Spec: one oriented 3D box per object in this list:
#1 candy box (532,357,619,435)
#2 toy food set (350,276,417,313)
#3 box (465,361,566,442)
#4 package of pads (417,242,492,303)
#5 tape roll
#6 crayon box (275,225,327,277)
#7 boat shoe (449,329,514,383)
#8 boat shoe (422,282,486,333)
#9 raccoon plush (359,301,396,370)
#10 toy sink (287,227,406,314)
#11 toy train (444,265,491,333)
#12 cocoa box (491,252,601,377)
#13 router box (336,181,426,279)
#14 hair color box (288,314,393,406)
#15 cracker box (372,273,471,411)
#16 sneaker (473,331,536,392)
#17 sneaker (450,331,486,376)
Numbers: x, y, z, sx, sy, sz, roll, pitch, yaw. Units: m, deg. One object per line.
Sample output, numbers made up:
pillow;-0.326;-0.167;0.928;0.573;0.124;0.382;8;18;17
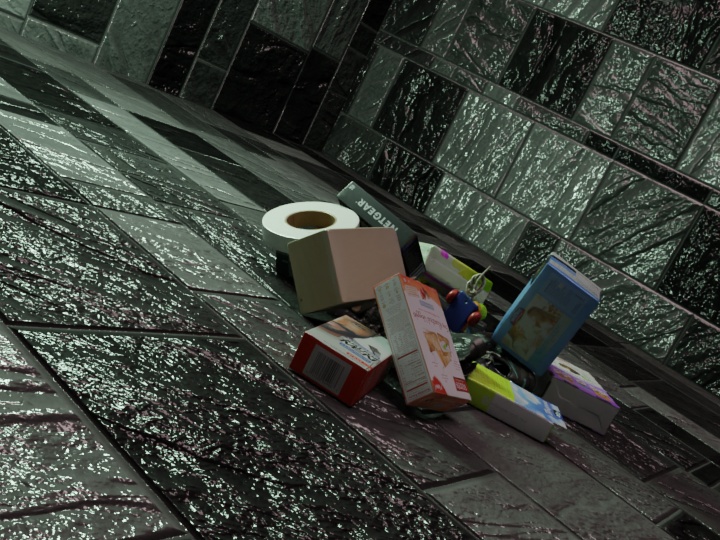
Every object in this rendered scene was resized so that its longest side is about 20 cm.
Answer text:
candy box;0.446;0.255;1.787;0.166;0.072;0.200;26;12;-9
toy food set;0.000;0.000;1.692;0.142;0.061;0.199;-25;44;-29
box;0.271;0.239;1.496;0.198;0.048;0.122;28;12;0
package of pads;0.182;0.004;1.880;0.199;0.069;0.154;31;-9;-28
tape roll;-0.099;-0.086;1.648;0.199;0.038;0.204;1;26;-1
crayon box;-0.063;-0.037;1.652;0.125;0.052;0.199;16;29;28
boat shoe;0.227;0.178;1.621;0.199;0.063;0.075;34;12;27
boat shoe;0.210;0.085;1.856;0.200;0.062;0.073;45;1;-21
raccoon plush;0.071;0.119;1.462;0.133;0.097;0.200;38;13;11
toy sink;-0.023;-0.001;1.494;0.111;0.133;0.198;-17;-6;39
toy train;0.234;0.079;1.718;0.085;0.201;0.115;45;16;28
cocoa box;0.381;0.088;1.680;0.133;0.201;0.131;37;19;8
router box;0.046;-0.078;1.739;0.200;0.052;0.158;42;-13;28
hair color box;-0.019;0.131;1.242;0.110;0.065;0.200;30;10;11
cracker box;0.099;0.117;1.309;0.133;0.057;0.203;22;47;-56
sneaker;0.281;0.183;1.704;0.078;0.076;0.200;16;16;-37
sneaker;0.155;0.158;1.507;0.103;0.061;0.199;-30;12;-32
